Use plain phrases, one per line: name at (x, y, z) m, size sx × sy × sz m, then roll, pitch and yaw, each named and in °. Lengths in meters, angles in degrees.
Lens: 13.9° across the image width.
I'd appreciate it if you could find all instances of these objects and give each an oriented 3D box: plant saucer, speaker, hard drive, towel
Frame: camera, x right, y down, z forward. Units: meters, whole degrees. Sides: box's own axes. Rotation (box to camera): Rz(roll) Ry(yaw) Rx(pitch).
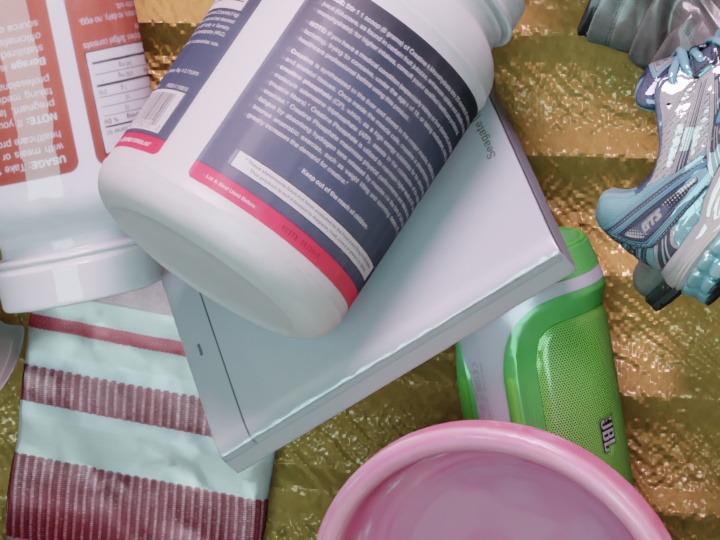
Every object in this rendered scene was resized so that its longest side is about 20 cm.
plant saucer at (0.075, 0.164, 1.470) m, size 0.200 × 0.051 × 0.201 m, roll 8°, pitch 112°, yaw 21°
speaker at (0.096, 0.083, 1.516) m, size 0.088 × 0.088 × 0.201 m, roll -8°, pitch 101°, yaw 12°
hard drive at (0.000, 0.000, 1.487) m, size 0.200 × 0.132 × 0.027 m, roll -31°, pitch 138°, yaw 11°
towel at (-0.114, 0.081, 1.590) m, size 0.144 × 0.023 × 0.201 m, roll 11°, pitch 105°, yaw 8°

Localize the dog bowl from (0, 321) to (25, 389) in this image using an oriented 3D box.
dog bowl at (-0.272, 0.007, 1.520) m, size 0.200 × 0.200 × 0.059 m, roll 49°, pitch 131°, yaw -3°

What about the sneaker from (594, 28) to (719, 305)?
sneaker at (0.178, -0.088, 1.407) m, size 0.086 × 0.078 × 0.200 m, roll 28°, pitch 96°, yaw 9°

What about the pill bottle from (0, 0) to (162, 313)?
pill bottle at (-0.162, -0.084, 1.507) m, size 0.112 × 0.112 × 0.201 m, roll -10°, pitch 95°, yaw 13°

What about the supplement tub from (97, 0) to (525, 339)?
supplement tub at (-0.023, -0.081, 1.442) m, size 0.140 × 0.140 × 0.200 m, roll 34°, pitch 79°, yaw 2°

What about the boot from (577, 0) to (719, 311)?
boot at (0.162, -0.092, 1.482) m, size 0.130 × 0.068 × 0.200 m, roll 34°, pitch 99°, yaw 7°
